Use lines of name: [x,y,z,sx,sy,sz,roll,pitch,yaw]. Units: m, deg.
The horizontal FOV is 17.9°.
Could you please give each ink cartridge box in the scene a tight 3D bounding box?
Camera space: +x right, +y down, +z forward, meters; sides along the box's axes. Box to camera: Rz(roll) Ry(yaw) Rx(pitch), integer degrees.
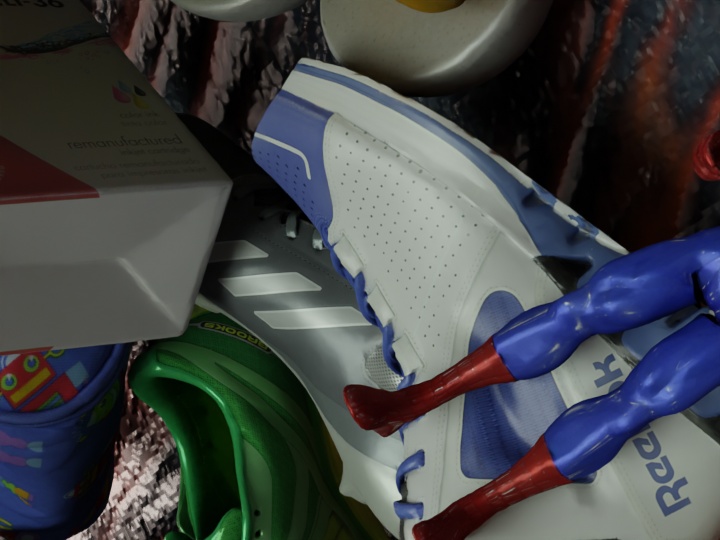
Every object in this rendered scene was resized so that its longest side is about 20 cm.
ink cartridge box: [-0.145,-0.057,0.786,0.200,0.116,0.068,48,131,39]

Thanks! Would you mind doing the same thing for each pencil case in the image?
pencil case: [-0.133,0.048,0.883,0.087,0.078,0.200,34,157,5]

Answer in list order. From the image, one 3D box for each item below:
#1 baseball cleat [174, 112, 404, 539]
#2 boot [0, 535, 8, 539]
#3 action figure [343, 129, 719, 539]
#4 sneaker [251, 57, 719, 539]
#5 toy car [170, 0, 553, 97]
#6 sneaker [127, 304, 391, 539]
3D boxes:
baseball cleat: [0.000,0.000,0.780,0.200,0.070,0.107,50,123,19]
boot: [-0.099,0.170,0.904,0.199,0.068,0.131,-6,135,46]
action figure: [0.088,0.006,0.577,0.199,0.099,0.066,-30,79,8]
sneaker: [0.032,0.030,0.671,0.199,0.081,0.115,36,91,21]
toy car: [-0.025,-0.154,0.681,0.199,0.175,0.151,26,89,42]
sneaker: [-0.029,0.108,0.829,0.074,0.083,0.201,-35,78,50]
